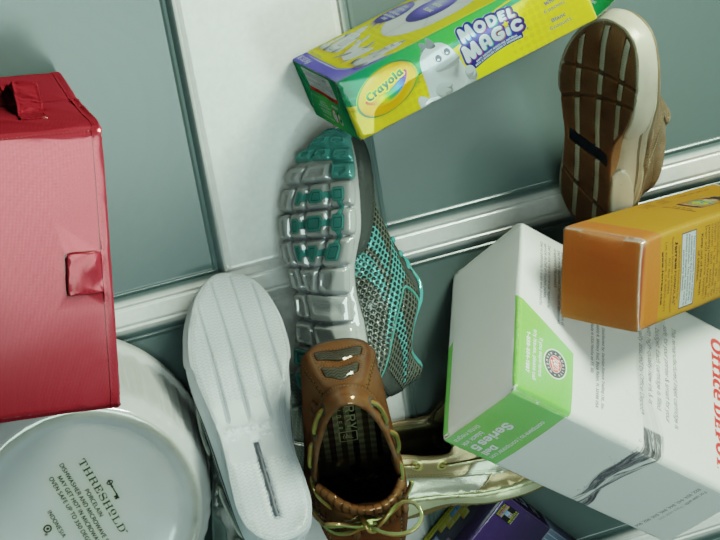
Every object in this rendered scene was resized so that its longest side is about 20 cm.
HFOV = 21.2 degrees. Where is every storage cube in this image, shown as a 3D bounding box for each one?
[{"bbox_3d":[-0.251,-0.011,1.159,0.179,0.171,0.200,-6,108,-16],"label":"storage cube"}]

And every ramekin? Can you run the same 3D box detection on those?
[{"bbox_3d":[-0.191,0.148,1.272,0.202,0.094,0.203,-5,108,-16],"label":"ramekin"}]

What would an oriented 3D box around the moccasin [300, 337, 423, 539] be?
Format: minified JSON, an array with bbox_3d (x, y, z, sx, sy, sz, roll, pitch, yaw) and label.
[{"bbox_3d":[0.001,0.136,1.264,0.073,0.078,0.202,-5,133,-5],"label":"moccasin"}]

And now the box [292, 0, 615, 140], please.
[{"bbox_3d":[0.064,-0.156,1.248,0.200,0.117,0.048,-26,109,-10],"label":"box"}]

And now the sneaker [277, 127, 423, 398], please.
[{"bbox_3d":[0.000,0.000,1.311,0.091,0.078,0.200,-13,107,-41],"label":"sneaker"}]

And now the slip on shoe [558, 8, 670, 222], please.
[{"bbox_3d":[0.179,-0.105,1.295,0.061,0.076,0.200,-32,145,-22],"label":"slip on shoe"}]

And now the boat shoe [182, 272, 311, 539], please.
[{"bbox_3d":[-0.081,0.101,1.275,0.072,0.071,0.200,-2,63,-17],"label":"boat shoe"}]

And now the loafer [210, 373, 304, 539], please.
[{"bbox_3d":[-0.074,0.169,1.339,0.072,0.063,0.200,12,85,-7],"label":"loafer"}]

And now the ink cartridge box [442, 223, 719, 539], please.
[{"bbox_3d":[0.163,0.080,1.332,0.200,0.146,0.084,27,136,-24],"label":"ink cartridge box"}]

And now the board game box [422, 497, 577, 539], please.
[{"bbox_3d":[0.094,0.274,1.428,0.165,0.057,0.200,37,93,-26],"label":"board game box"}]

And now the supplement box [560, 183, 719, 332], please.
[{"bbox_3d":[0.218,-0.013,1.320,0.200,0.066,0.069,-19,113,-48],"label":"supplement box"}]

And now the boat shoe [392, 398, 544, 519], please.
[{"bbox_3d":[0.070,0.125,1.363,0.200,0.074,0.067,-15,116,-13],"label":"boat shoe"}]
